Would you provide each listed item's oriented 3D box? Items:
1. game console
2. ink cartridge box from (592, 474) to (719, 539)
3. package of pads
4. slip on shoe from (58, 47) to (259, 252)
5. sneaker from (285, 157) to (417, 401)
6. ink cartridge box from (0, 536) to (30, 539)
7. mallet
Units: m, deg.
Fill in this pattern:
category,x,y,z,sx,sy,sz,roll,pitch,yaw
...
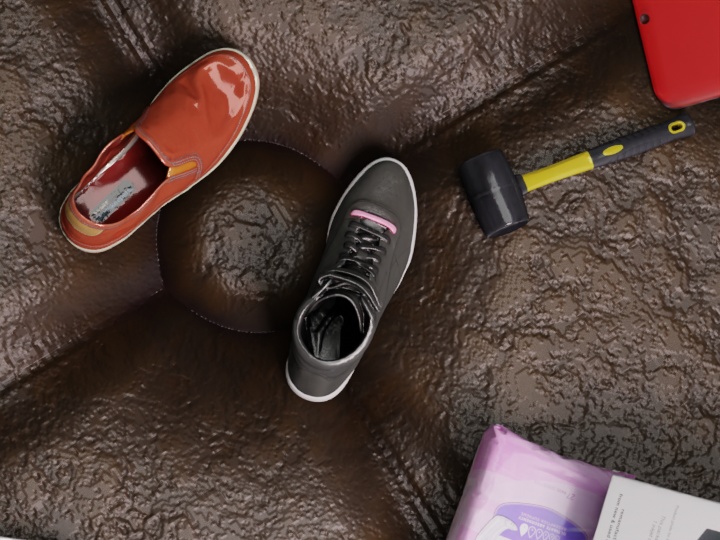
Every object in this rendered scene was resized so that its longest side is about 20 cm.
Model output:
category,x,y,z,sx,sy,sz,roll,pitch,yaw
game console,0.319,-0.244,1.637,0.172,0.119,0.201,-7,81,-40
ink cartridge box,0.282,0.223,1.454,0.200,0.146,0.083,13,78,24
package of pads,0.119,0.227,1.507,0.120,0.076,0.200,20,79,-1
slip on shoe,-0.151,-0.094,1.528,0.074,0.061,0.200,44,77,2
sneaker,0.000,0.000,1.514,0.071,0.099,0.200,22,78,-2
ink cartridge box,-0.221,0.283,1.465,0.199,0.047,0.161,8,80,-4
mallet,0.171,-0.094,1.587,0.200,0.041,0.066,-27,83,-16
